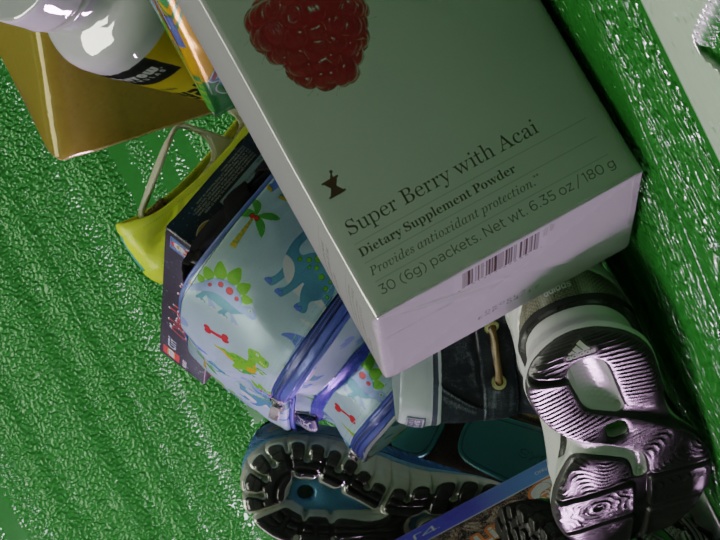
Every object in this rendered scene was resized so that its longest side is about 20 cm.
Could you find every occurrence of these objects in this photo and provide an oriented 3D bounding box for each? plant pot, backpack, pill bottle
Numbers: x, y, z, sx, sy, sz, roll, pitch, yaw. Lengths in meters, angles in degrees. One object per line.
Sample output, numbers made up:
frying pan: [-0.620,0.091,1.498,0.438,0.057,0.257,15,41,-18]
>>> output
plant pot: [-0.137,-0.221,1.636,0.196,0.193,0.201,-123,18,-51]
backpack: [0.000,0.000,1.425,0.147,0.183,0.200,38,174,9]
pill bottle: [-0.101,-0.152,1.447,0.199,0.111,0.111,12,-146,-40]

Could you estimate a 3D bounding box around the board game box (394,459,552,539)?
board game box: [0.111,0.199,1.443,0.097,0.159,0.200,65,175,-27]

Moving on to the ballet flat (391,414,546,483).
ballet flat: [0.061,0.095,1.609,0.199,0.071,0.071,24,161,21]

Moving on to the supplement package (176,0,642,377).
supplement package: [0.011,-0.080,1.091,0.201,0.121,0.120,60,176,13]

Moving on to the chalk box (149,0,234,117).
chalk box: [-0.054,-0.170,1.297,0.125,0.124,0.200,60,175,30]

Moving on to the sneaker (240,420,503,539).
sneaker: [0.025,0.127,1.555,0.199,0.079,0.090,23,-164,-16]

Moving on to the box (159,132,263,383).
box: [-0.062,-0.025,1.608,0.038,0.137,0.200,36,160,9]

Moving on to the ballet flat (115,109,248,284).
ballet flat: [-0.078,-0.082,1.669,0.067,0.200,0.067,39,169,-10]

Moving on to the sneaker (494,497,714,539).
sneaker: [0.151,0.151,1.304,0.200,0.085,0.078,34,136,51]

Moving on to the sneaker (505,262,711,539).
sneaker: [0.104,0.037,1.223,0.201,0.075,0.116,69,-175,-55]

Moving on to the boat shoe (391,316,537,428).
boat shoe: [0.059,-0.026,1.299,0.071,0.090,0.201,180,89,-85]
